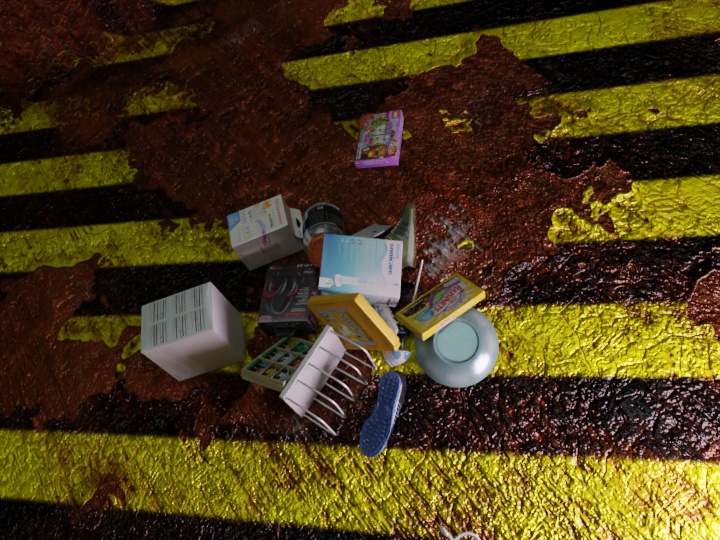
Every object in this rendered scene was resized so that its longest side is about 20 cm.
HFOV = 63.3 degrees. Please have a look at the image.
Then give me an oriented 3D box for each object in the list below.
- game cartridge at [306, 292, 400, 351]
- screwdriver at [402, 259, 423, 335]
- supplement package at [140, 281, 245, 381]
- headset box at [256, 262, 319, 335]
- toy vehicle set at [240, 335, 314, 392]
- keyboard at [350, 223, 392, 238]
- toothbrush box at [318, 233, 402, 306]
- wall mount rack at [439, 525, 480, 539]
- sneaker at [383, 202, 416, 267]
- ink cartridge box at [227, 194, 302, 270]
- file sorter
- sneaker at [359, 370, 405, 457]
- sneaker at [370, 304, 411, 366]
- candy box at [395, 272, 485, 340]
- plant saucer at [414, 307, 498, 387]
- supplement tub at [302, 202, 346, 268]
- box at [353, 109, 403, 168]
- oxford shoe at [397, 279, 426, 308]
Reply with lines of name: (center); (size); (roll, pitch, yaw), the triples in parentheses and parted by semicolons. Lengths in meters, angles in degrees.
game cartridge: (-0.017, 0.125, 1.381); (0.199, 0.177, 0.033); (-6, 40, 54)
screwdriver: (0.129, 0.068, 1.424); (0.028, 0.202, 0.029); (21, 27, 25)
supplement package: (-0.435, 0.163, 1.535); (0.198, 0.192, 0.148); (-18, 55, 6)
headset box: (-0.187, 0.085, 1.572); (0.147, 0.075, 0.202); (-3, 57, 16)
toy vehicle set: (-0.185, 0.225, 1.439); (0.123, 0.027, 0.200); (11, 23, 24)
keyboard: (0.031, -0.103, 1.578); (0.056, 0.011, 0.200); (9, 17, 19)
toothbrush box: (0.000, 0.000, 1.434); (0.197, 0.085, 0.148); (4, 70, -2)
wall mount rack: (0.175, 0.603, 1.118); (0.200, 0.075, 0.174); (-43, 55, -10)
sneaker: (0.107, -0.098, 1.595); (0.089, 0.067, 0.202); (-3, 61, 11)
ink cartridge box: (-0.265, -0.115, 1.697); (0.198, 0.126, 0.129); (-22, 54, 5)
file sorter: (-0.067, 0.263, 1.381); (0.124, 0.139, 0.201); (24, 68, 27)
sneaker: (0.059, 0.329, 1.343); (0.070, 0.078, 0.202); (19, 87, 25)
sneaker: (0.075, 0.139, 1.450); (0.072, 0.072, 0.202); (-25, 58, 15)
candy box: (0.191, 0.083, 1.395); (0.199, 0.027, 0.102); (-32, 45, -21)
plant saucer: (0.225, 0.170, 1.372); (0.198, 0.039, 0.203); (-3, 70, 8)
supplement tub: (-0.097, -0.094, 1.589); (0.121, 0.123, 0.201); (-19, 29, 6)
box: (0.059, -0.412, 1.831); (0.135, 0.039, 0.202); (-2, 58, 16)
oxford shoe: (0.147, 0.083, 1.462); (0.199, 0.073, 0.071); (30, 70, 31)
